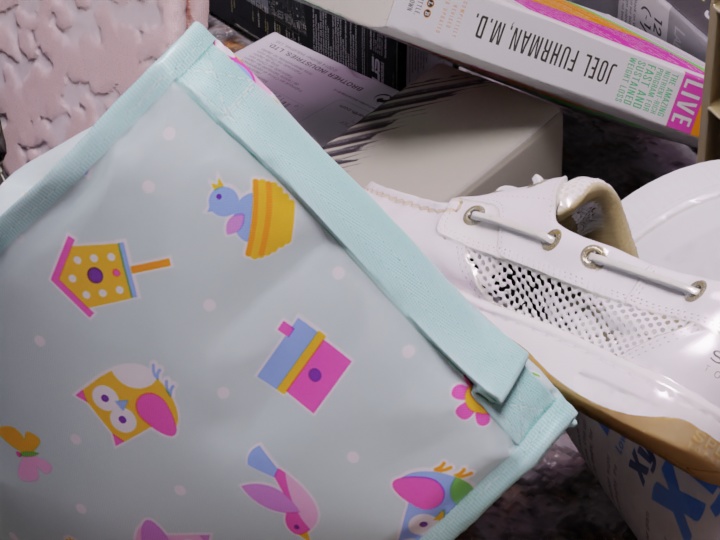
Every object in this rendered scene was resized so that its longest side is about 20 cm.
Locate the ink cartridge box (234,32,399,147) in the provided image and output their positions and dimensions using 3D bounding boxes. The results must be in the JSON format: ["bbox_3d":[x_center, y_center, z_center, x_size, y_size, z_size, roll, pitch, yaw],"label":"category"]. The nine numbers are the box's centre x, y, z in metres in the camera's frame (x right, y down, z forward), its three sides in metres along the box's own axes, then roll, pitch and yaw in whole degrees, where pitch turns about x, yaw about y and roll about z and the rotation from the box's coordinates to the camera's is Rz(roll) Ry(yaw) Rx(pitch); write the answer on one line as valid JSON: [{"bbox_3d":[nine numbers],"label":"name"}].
[{"bbox_3d":[-0.065,-0.034,0.921,0.119,0.042,0.199,28,43,34],"label":"ink cartridge box"}]

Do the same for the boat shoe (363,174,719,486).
[{"bbox_3d":[0.065,0.002,0.702,0.200,0.071,0.070,30,88,47],"label":"boat shoe"}]

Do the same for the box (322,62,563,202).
[{"bbox_3d":[0.000,0.000,0.845,0.068,0.083,0.200,24,42,29],"label":"box"}]

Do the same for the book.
[{"bbox_3d":[0.062,-0.102,0.897,0.199,0.048,0.133,16,9,-33],"label":"book"}]

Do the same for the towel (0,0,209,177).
[{"bbox_3d":[-0.138,-0.125,0.855,0.199,0.193,0.032,15,23,35],"label":"towel"}]

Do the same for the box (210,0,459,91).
[{"bbox_3d":[-0.020,-0.190,0.992,0.043,0.201,0.160,-27,44,-32],"label":"box"}]

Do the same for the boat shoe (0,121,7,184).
[{"bbox_3d":[-0.176,-0.071,0.831,0.201,0.066,0.072,56,19,20],"label":"boat shoe"}]

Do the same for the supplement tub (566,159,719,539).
[{"bbox_3d":[0.156,0.067,0.717,0.131,0.133,0.200,-14,40,-17],"label":"supplement tub"}]

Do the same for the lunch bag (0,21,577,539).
[{"bbox_3d":[-0.046,0.028,0.667,0.170,0.200,0.122,46,44,-7],"label":"lunch bag"}]

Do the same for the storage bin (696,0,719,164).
[{"bbox_3d":[0.228,-0.038,0.797,0.093,0.201,0.198,-31,47,-31],"label":"storage bin"}]

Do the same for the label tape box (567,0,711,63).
[{"bbox_3d":[0.207,-0.114,1.006,0.142,0.066,0.200,-16,39,-20],"label":"label tape box"}]
